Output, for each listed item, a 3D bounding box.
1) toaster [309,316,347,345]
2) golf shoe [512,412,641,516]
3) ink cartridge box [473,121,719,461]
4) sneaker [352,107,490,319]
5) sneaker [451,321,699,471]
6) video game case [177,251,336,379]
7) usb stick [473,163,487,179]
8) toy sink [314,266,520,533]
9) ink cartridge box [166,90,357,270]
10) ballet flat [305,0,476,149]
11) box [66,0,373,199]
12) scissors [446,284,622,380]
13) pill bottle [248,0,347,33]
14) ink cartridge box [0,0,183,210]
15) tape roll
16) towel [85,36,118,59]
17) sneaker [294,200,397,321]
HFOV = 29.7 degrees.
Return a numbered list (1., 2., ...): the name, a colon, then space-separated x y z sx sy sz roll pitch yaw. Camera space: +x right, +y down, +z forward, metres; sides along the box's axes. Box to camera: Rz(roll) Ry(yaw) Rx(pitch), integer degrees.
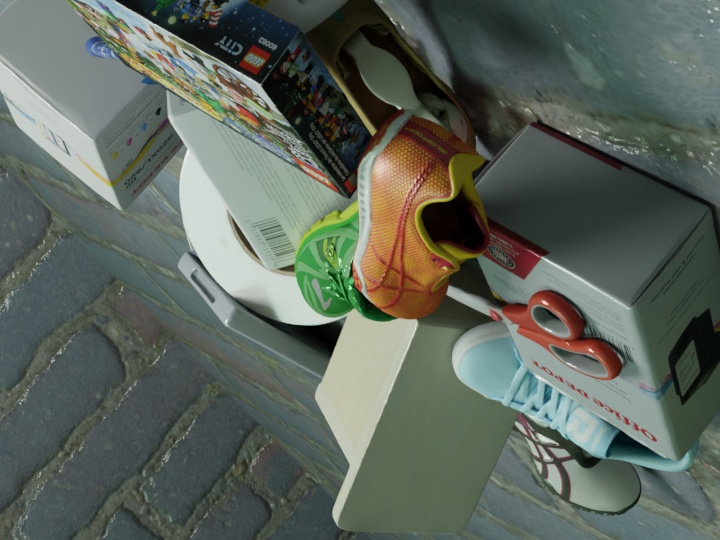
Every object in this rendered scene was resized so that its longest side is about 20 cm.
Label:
1. toaster: 0.015 0.019 1.248 0.129 0.114 0.200 36 165 10
2. golf shoe: 0.190 0.153 1.257 0.200 0.077 0.088 43 159 -6
3. ink cartridge box: 0.161 0.017 0.892 0.145 0.083 0.201 32 163 36
4. sneaker: 0.040 -0.015 0.826 0.077 0.073 0.200 35 161 19
5. sneaker: 0.164 0.096 1.011 0.198 0.075 0.082 15 -154 -4
6. video game case: -0.067 0.059 1.275 0.199 0.022 0.182 31 -176 -26
7. usb stick: 0.128 -0.006 1.023 0.200 0.033 0.055 51 172 -34
8. toy sink: 0.047 0.102 1.119 0.129 0.202 0.112 7 -153 -27
9. ink cartridge box: -0.025 -0.090 0.995 0.201 0.172 0.044 61 -164 -53
10. ballet flat: 0.026 -0.105 0.875 0.200 0.069 0.063 41 -174 -43
11. box: -0.091 -0.127 0.782 0.199 0.038 0.137 32 171 29
12. scissors: 0.102 0.036 0.907 0.073 0.014 0.200 47 164 -19
13. pill bottle: -0.078 -0.230 0.744 0.200 0.109 0.109 48 165 -25
14. ink cartridge box: -0.237 -0.178 1.261 0.144 0.147 0.200 39 167 7
15. tape roll: -0.059 -0.051 1.139 0.201 0.037 0.205 12 119 22
16. towel: -0.115 -0.167 1.051 0.143 0.024 0.199 0 -170 -32
17. sneaker: 0.000 0.000 0.999 0.073 0.084 0.200 14 156 -18
